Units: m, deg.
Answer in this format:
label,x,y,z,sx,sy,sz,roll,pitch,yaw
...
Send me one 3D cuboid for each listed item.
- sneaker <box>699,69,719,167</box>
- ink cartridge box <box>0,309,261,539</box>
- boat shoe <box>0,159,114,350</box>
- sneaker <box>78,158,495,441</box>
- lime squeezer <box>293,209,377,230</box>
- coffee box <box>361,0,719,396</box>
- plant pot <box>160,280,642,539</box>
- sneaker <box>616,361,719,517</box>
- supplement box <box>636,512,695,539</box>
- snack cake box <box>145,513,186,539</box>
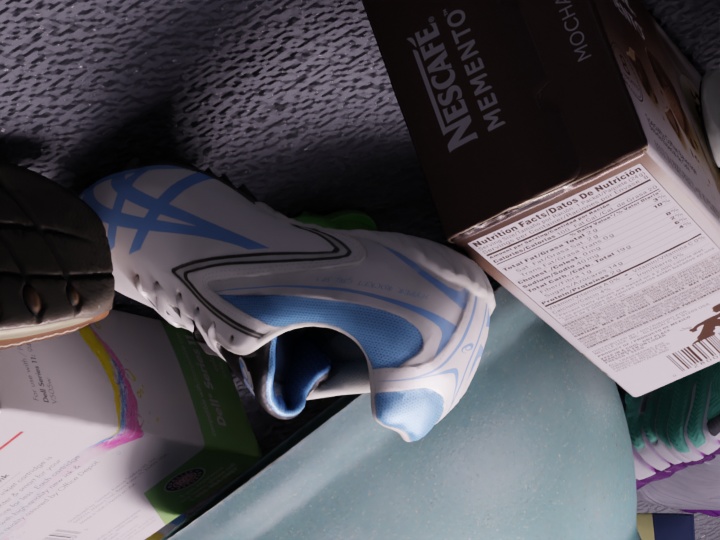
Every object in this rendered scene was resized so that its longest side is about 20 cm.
label,x,y,z,sx,sy,sz,roll,pitch,yaw
sneaker,0.208,-0.015,1.045,0.088,0.074,0.200,-17,141,20
ink cartridge box,-0.151,0.064,1.091,0.117,0.067,0.200,-35,151,27
boat shoe,-0.190,0.004,0.957,0.199,0.076,0.074,0,153,-20
sneaker,-0.041,0.010,0.965,0.072,0.200,0.073,46,67,-44
lime squeezer,0.000,0.000,1.089,0.200,0.070,0.038,-32,143,-74
coffee box,0.087,-0.042,1.008,0.080,0.113,0.200,-25,152,15
plant pot,0.036,0.104,1.105,0.200,0.134,0.200,-38,180,0
sneaker,0.166,0.062,1.159,0.087,0.075,0.200,19,161,-12
supplement box,0.038,0.194,1.293,0.199,0.135,0.200,1,167,-14
snack cake box,-0.162,0.151,1.194,0.200,0.115,0.067,4,144,-41
